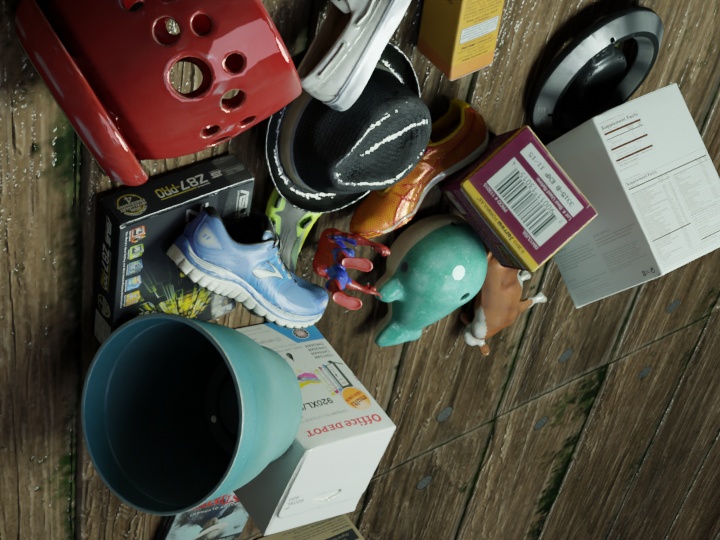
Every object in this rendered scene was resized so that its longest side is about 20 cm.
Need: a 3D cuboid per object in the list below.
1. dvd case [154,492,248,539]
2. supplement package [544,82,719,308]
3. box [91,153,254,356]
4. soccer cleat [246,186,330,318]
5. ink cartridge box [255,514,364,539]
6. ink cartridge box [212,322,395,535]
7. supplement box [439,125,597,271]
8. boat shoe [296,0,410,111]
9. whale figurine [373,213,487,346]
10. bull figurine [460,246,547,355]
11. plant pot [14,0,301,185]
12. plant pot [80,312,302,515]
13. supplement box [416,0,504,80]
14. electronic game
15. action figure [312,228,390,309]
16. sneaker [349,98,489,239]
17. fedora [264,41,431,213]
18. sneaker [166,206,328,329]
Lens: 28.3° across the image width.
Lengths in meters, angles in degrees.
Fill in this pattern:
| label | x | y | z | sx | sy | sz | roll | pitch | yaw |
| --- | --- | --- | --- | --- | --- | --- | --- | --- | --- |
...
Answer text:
| label | x | y | z | sx | sy | sz | roll | pitch | yaw |
| --- | --- | --- | --- | --- | --- | --- | --- | --- | --- |
| dvd case | -0.186 | 0.293 | 1.883 | 0.145 | 0.022 | 0.201 | -6 | 134 | -43 |
| supplement package | 0.326 | -0.089 | 1.756 | 0.146 | 0.202 | 0.191 | -23 | 177 | -28 |
| box | -0.197 | -0.013 | 1.484 | 0.160 | 0.049 | 0.202 | -23 | 144 | -33 |
| soccer cleat | -0.087 | -0.047 | 1.559 | 0.064 | 0.084 | 0.203 | 17 | 100 | -22 |
| ink cartridge box | -0.098 | 0.466 | 2.133 | 0.163 | 0.075 | 0.202 | -16 | 140 | -37 |
| ink cartridge box | -0.086 | 0.181 | 1.689 | 0.146 | 0.200 | 0.146 | -9 | 136 | -41 |
| supplement box | 0.178 | -0.081 | 1.648 | 0.103 | 0.131 | 0.200 | -41 | -175 | -2 |
| boat shoe | -0.009 | -0.263 | 1.373 | 0.085 | 0.075 | 0.204 | 25 | 97 | -29 |
| whale figurine | 0.087 | 0.028 | 1.786 | 0.158 | 0.104 | 0.202 | -9 | 135 | -42 |
| bull figurine | 0.196 | 0.027 | 1.943 | 0.121 | 0.065 | 0.201 | -32 | 149 | -23 |
| plant pot | -0.171 | -0.184 | 1.173 | 0.181 | 0.201 | 0.201 | -33 | 147 | -6 |
| plant pot | -0.160 | 0.146 | 1.511 | 0.201 | 0.200 | 0.187 | -52 | 158 | 17 |
| supplement box | 0.110 | -0.298 | 1.463 | 0.068 | 0.067 | 0.201 | -25 | 145 | -25 |
| electronic game | 0.289 | -0.241 | 1.744 | 0.198 | 0.042 | 0.201 | -30 | 154 | -16 |
| action figure | 0.000 | 0.000 | 1.587 | 0.098 | 0.200 | 0.066 | 16 | 99 | -15 |
| sneaker | 0.056 | -0.118 | 1.634 | 0.200 | 0.073 | 0.077 | -45 | 125 | 0 |
| fedora | 0.002 | -0.139 | 1.463 | 0.199 | 0.091 | 0.203 | -17 | 120 | -33 |
| sneaker | -0.100 | -0.006 | 1.462 | 0.199 | 0.078 | 0.090 | 27 | 99 | -42 |
